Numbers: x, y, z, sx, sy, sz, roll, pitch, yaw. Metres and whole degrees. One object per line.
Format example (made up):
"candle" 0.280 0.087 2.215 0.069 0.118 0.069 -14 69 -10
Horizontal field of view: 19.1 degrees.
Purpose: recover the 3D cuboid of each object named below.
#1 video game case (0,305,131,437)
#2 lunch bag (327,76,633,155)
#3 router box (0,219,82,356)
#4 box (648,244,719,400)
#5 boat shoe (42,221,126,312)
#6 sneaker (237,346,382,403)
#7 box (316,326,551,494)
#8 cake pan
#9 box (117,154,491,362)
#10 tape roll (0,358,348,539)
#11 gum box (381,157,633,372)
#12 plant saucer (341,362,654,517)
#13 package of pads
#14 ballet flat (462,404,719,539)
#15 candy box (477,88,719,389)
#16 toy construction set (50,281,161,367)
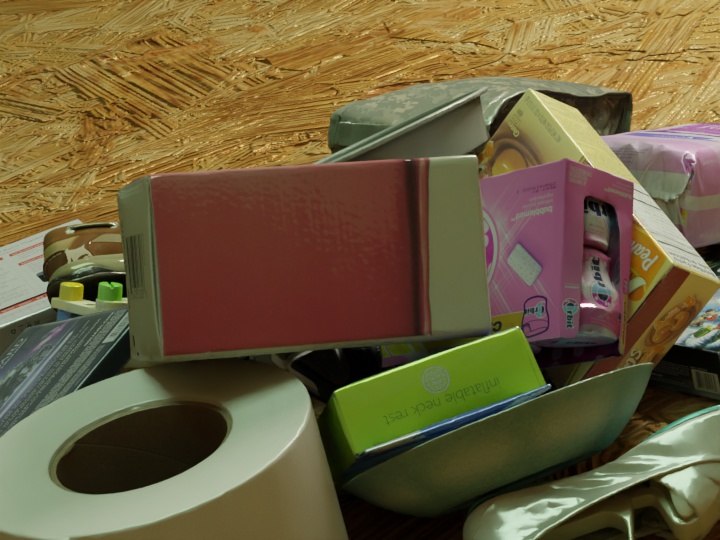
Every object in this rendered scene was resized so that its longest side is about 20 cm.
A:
"video game case" -0.227 0.085 1.468 0.143 0.019 0.200 -52 20 -27
"lunch bag" 0.092 -0.093 1.662 0.164 0.118 0.200 6 5 41
"router box" -0.288 0.034 1.743 0.199 0.049 0.179 -22 23 -17
"box" 0.213 0.027 1.463 0.137 0.040 0.200 -30 26 -35
"boat shoe" -0.153 -0.013 1.661 0.199 0.076 0.074 -3 53 -31
"sneaker" -0.061 0.040 1.416 0.075 0.116 0.200 -27 58 -29
"box" 0.036 0.087 1.294 0.122 0.048 0.200 -19 -10 -12
"cake pan" 0.005 -0.071 1.493 0.200 0.037 0.200 -26 4 2
"box" -0.036 -0.007 1.275 0.199 0.109 0.128 -4 -1 -15
"tape roll" -0.109 0.157 1.220 0.202 0.140 0.203 -12 23 5
"gum box" 0.088 0.004 1.374 0.066 0.114 0.200 15 -18 -39
"plant saucer" 0.088 0.109 1.272 0.200 0.039 0.201 -21 -9 -3
"package of pads" 0.237 -0.062 1.533 0.120 0.076 0.200 11 13 38
"ballet flat" 0.158 0.137 1.220 0.199 0.070 0.069 -20 22 -2
"candy box" 0.140 -0.015 1.418 0.055 0.116 0.200 17 28 -41
"toy construction set" -0.135 0.059 1.531 0.131 0.092 0.200 3 22 -26
